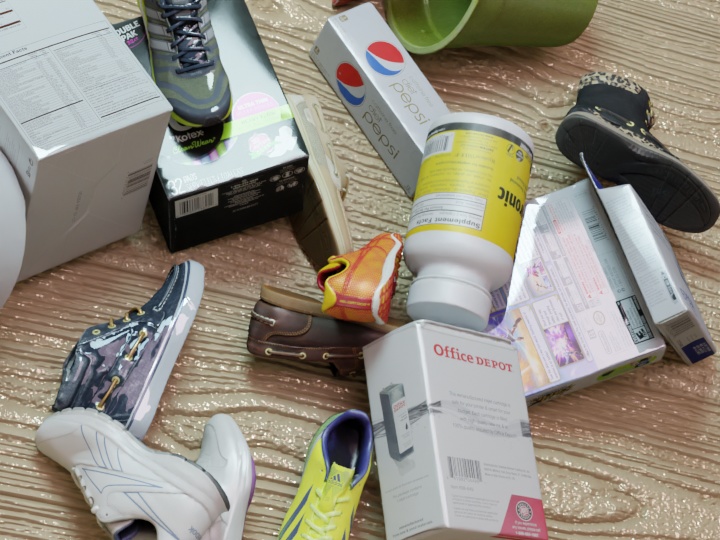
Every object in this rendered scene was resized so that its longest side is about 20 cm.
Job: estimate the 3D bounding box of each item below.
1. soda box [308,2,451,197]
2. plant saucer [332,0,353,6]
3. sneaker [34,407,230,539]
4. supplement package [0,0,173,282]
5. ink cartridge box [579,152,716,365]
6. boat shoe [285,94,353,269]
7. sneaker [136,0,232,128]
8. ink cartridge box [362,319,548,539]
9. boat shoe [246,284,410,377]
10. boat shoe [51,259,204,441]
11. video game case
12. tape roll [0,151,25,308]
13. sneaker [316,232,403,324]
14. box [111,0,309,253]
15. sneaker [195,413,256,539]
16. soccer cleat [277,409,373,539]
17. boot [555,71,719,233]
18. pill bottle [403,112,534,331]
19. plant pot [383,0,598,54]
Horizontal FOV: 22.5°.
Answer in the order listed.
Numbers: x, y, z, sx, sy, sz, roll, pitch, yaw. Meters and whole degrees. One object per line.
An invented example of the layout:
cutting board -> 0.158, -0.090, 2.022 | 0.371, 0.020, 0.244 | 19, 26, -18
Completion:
soda box -> 0.031, -0.182, 1.921 | 0.063, 0.068, 0.200 | -27, 74, -32
plant saucer -> 0.041, -0.408, 1.979 | 0.037, 0.200, 0.200 | 22, 55, -20
sneaker -> -0.212, 0.184, 1.578 | 0.199, 0.075, 0.087 | 22, 64, 29
supplement package -> -0.299, -0.140, 1.676 | 0.147, 0.192, 0.200 | -25, 67, -32
ink cartridge box -> 0.300, -0.016, 1.873 | 0.040, 0.200, 0.201 | -26, 69, 11
boat shoe -> -0.041, -0.093, 1.840 | 0.065, 0.072, 0.201 | -7, 65, -32
sneaker -> -0.170, -0.225, 1.695 | 0.074, 0.081, 0.201 | -17, 69, -11
ink cartridge box -> 0.088, 0.160, 1.702 | 0.145, 0.085, 0.201 | 15, 61, -42
boat shoe -> -0.019, 0.068, 1.762 | 0.199, 0.070, 0.071 | 14, 94, -24
boat shoe -> -0.213, 0.061, 1.678 | 0.091, 0.071, 0.201 | 26, 57, -11
video game case -> 0.187, 0.027, 1.843 | 0.180, 0.045, 0.201 | -18, 69, -8
tape roll -> -0.390, -0.033, 1.584 | 0.071, 0.202, 0.203 | 6, 52, -61
sneaker -> 0.000, 0.000, 1.752 | 0.077, 0.200, 0.073 | 9, 100, 5
box -> -0.153, -0.147, 1.775 | 0.148, 0.124, 0.201 | -18, 68, -13
sneaker -> -0.148, 0.215, 1.614 | 0.099, 0.075, 0.201 | 14, 58, -15
soccer cleat -> -0.031, 0.217, 1.656 | 0.064, 0.084, 0.201 | 20, 56, -10
boot -> 0.307, -0.134, 1.978 | 0.199, 0.073, 0.151 | 29, 31, -5
pill bottle -> 0.103, -0.045, 1.791 | 0.111, 0.111, 0.201 | 17, 69, -12
plant pot -> 0.158, -0.323, 1.997 | 0.189, 0.200, 0.201 | 7, 59, -32
